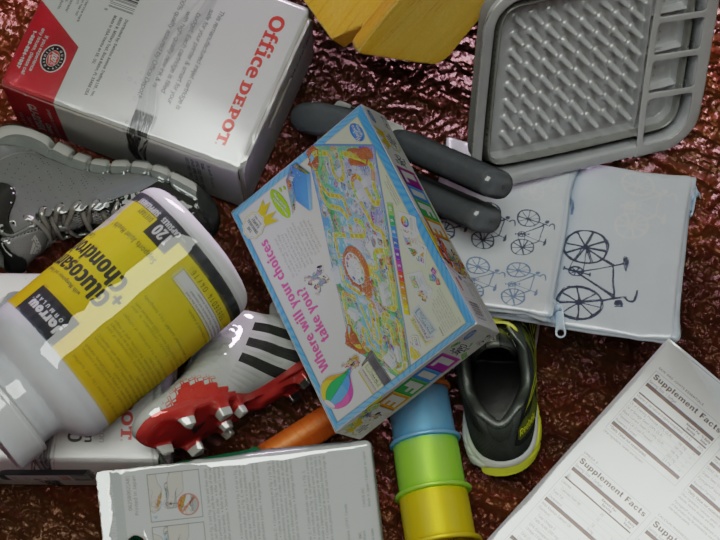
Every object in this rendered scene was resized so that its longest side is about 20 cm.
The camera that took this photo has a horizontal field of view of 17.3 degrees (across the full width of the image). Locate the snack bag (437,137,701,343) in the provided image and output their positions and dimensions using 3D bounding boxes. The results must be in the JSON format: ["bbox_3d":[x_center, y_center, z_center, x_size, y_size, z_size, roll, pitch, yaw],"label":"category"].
[{"bbox_3d":[0.148,-0.023,1.748,0.199,0.021,0.189,10,43,5],"label":"snack bag"}]

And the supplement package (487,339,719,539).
[{"bbox_3d":[0.200,0.186,1.646,0.151,0.152,0.200,41,78,14],"label":"supplement package"}]

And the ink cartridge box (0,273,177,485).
[{"bbox_3d":[-0.237,0.080,1.740,0.199,0.085,0.146,1,73,0],"label":"ink cartridge box"}]

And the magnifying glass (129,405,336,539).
[{"bbox_3d":[-0.088,0.149,1.726,0.200,0.080,0.022,-30,40,-16],"label":"magnifying glass"}]

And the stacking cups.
[{"bbox_3d":[0.040,0.108,1.736,0.060,0.061,0.201,-11,70,-2],"label":"stacking cups"}]

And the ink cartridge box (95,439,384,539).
[{"bbox_3d":[-0.081,0.210,1.681,0.199,0.057,0.163,-6,84,-6],"label":"ink cartridge box"}]

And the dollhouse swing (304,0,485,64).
[{"bbox_3d":[0.076,-0.232,1.807,0.182,0.176,0.200,-51,36,13],"label":"dollhouse swing"}]

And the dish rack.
[{"bbox_3d":[0.166,-0.156,1.755,0.199,0.172,0.044,-14,41,-22],"label":"dish rack"}]

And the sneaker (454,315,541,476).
[{"bbox_3d":[0.101,0.046,1.734,0.074,0.085,0.201,-8,66,-1],"label":"sneaker"}]

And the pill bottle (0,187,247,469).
[{"bbox_3d":[-0.185,0.043,1.648,0.200,0.112,0.112,-40,75,-12],"label":"pill bottle"}]

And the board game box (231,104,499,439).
[{"bbox_3d":[0.000,0.000,1.697,0.134,0.034,0.201,-38,60,20],"label":"board game box"}]

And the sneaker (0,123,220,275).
[{"bbox_3d":[-0.212,-0.031,1.766,0.199,0.075,0.116,16,51,17],"label":"sneaker"}]

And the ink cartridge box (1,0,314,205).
[{"bbox_3d":[-0.150,-0.155,1.812,0.199,0.084,0.145,20,73,10],"label":"ink cartridge box"}]

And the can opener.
[{"bbox_3d":[0.023,-0.080,1.751,0.200,0.067,0.054,26,101,45],"label":"can opener"}]

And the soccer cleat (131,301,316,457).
[{"bbox_3d":[-0.099,0.071,1.710,0.200,0.069,0.085,-23,69,-42],"label":"soccer cleat"}]
